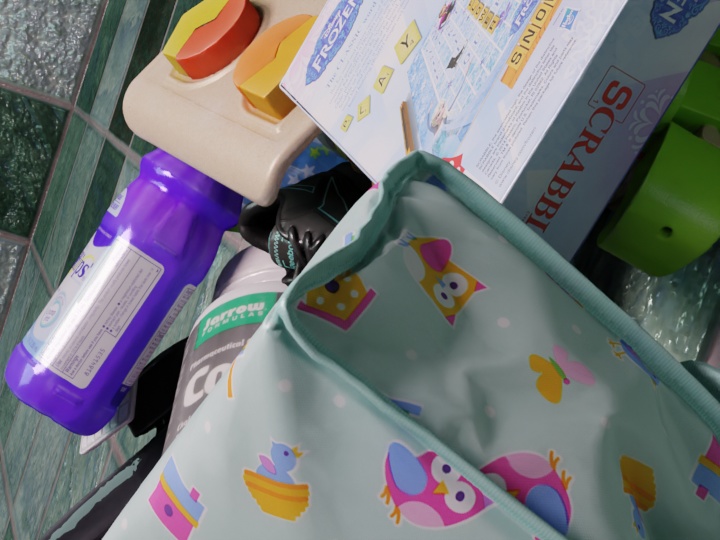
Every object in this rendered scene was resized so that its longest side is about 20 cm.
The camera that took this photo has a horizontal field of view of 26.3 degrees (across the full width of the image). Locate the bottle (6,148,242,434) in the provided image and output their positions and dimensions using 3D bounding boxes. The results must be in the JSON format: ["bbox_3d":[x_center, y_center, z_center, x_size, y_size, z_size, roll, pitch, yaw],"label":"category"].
[{"bbox_3d":[-0.124,-0.005,0.881,0.200,0.065,0.084,-57,15,-2],"label":"bottle"}]

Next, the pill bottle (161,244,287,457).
[{"bbox_3d":[-0.046,0.078,0.835,0.200,0.113,0.113,-85,21,-52],"label":"pill bottle"}]

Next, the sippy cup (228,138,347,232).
[{"bbox_3d":[-0.059,-0.089,1.013,0.140,0.130,0.178,-116,47,-64],"label":"sippy cup"}]

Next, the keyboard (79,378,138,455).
[{"bbox_3d":[-0.150,0.021,0.976,0.056,0.011,0.200,-42,36,41],"label":"keyboard"}]

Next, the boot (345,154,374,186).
[{"bbox_3d":[0.020,-0.060,0.760,0.075,0.074,0.200,-20,38,24],"label":"boot"}]

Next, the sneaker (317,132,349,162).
[{"bbox_3d":[0.044,-0.135,0.865,0.200,0.078,0.090,-66,34,25],"label":"sneaker"}]

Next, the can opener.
[{"bbox_3d":[-0.134,0.126,0.963,0.200,0.063,0.079,-47,69,21],"label":"can opener"}]

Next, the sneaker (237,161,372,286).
[{"bbox_3d":[0.000,0.000,0.798,0.200,0.079,0.076,-142,48,-60],"label":"sneaker"}]

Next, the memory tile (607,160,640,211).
[{"bbox_3d":[0.096,-0.082,0.737,0.200,0.017,0.154,153,131,-65],"label":"memory tile"}]

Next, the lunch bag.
[{"bbox_3d":[0.037,0.090,0.496,0.170,0.200,0.122,-53,1,40],"label":"lunch bag"}]

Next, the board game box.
[{"bbox_3d":[0.062,-0.116,0.578,0.200,0.041,0.200,-58,31,12],"label":"board game box"}]

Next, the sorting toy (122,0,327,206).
[{"bbox_3d":[-0.032,-0.138,0.808,0.200,0.036,0.185,-50,35,-7],"label":"sorting toy"}]

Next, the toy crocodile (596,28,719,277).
[{"bbox_3d":[0.122,-0.090,0.584,0.062,0.067,0.200,133,148,-52],"label":"toy crocodile"}]

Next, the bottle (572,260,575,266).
[{"bbox_3d":[0.056,0.031,0.638,0.065,0.083,0.201,-18,65,33],"label":"bottle"}]
